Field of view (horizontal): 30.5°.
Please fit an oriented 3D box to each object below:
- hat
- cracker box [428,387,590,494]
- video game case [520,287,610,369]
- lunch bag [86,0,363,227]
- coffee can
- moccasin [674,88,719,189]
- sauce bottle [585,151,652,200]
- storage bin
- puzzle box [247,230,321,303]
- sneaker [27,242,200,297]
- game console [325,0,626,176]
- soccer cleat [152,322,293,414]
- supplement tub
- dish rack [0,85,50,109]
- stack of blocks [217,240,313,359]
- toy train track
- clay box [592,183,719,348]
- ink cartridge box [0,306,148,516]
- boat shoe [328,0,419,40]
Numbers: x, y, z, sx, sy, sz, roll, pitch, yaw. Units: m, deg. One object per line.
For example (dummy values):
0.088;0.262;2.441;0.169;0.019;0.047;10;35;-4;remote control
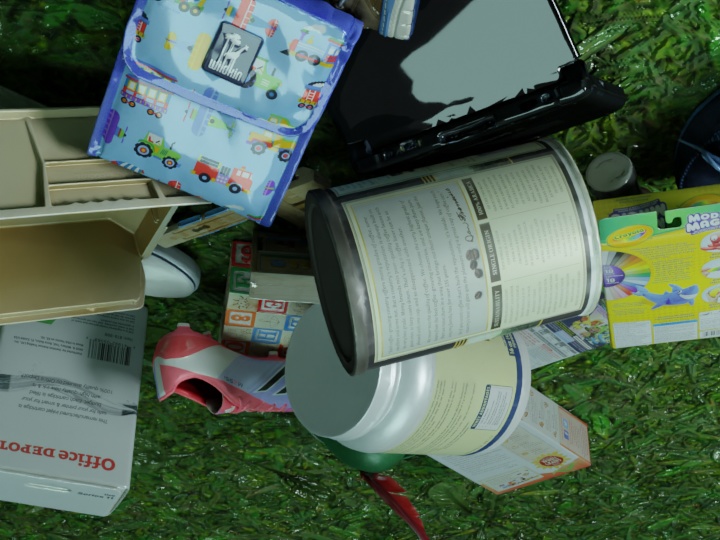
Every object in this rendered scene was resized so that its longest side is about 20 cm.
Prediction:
-0.004;0.195;1.359;0.198;0.177;0.167;-1;127;20;hat
0.153;0.182;1.496;0.133;0.058;0.200;-23;141;32;cracker box
0.176;0.030;1.293;0.181;0.023;0.200;-22;140;32;video game case
-0.094;-0.149;0.949;0.149;0.095;0.200;21;138;-9;lunch bag
0.070;-0.012;1.035;0.198;0.147;0.147;-13;149;-10;coffee can
0.304;-0.109;1.030;0.080;0.069;0.200;8;147;-12;moccasin
0.241;-0.032;1.158;0.064;0.065;0.200;-12;143;19;sauce bottle
-0.237;-0.042;1.074;0.197;0.094;0.200;-6;156;-30;storage bin
0.000;0.000;1.164;0.198;0.133;0.026;4;107;-6;puzzle box
-0.246;0.003;1.215;0.198;0.071;0.073;13;145;-18;sneaker
0.079;-0.155;1.012;0.199;0.118;0.175;-17;173;27;game console
-0.108;0.112;1.265;0.199;0.077;0.067;21;142;-28;soccer cleat
0.044;0.094;1.203;0.199;0.146;0.145;10;150;-44;supplement tub
-0.358;-0.105;1.077;0.199;0.044;0.171;22;141;-31;dish rack
-0.080;0.055;1.302;0.114;0.059;0.201;6;147;-8;stack of blocks
-0.108;-0.061;1.154;0.199;0.033;0.114;-17;151;35;toy train track
0.255;-0.007;1.093;0.114;0.048;0.201;-7;146;10;clay box
-0.294;0.125;1.286;0.145;0.202;0.083;14;146;-19;ink cartridge box
0.010;-0.228;0.851;0.072;0.073;0.201;10;143;2;boat shoe
